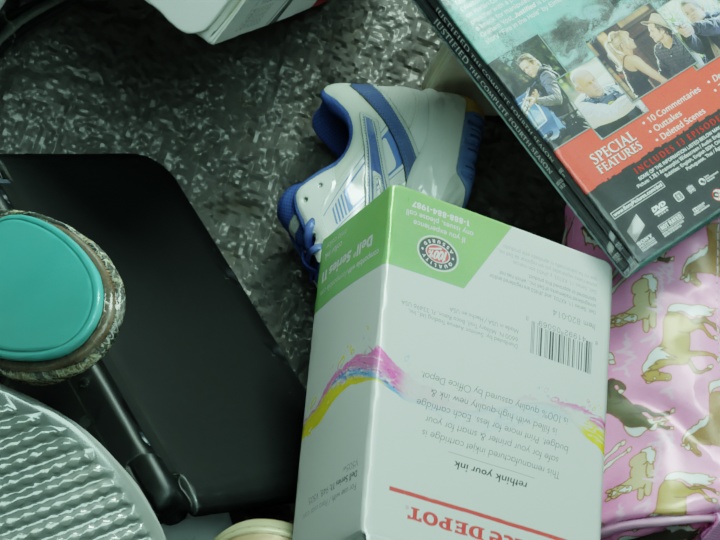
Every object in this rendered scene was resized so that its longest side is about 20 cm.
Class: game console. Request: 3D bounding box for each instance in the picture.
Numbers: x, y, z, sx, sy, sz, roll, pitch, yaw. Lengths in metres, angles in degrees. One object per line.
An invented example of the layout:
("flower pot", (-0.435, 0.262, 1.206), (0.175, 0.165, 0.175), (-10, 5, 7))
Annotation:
("game console", (-0.133, 0.051, 1.101), (0.176, 0.116, 0.200), (-34, 65, 2))

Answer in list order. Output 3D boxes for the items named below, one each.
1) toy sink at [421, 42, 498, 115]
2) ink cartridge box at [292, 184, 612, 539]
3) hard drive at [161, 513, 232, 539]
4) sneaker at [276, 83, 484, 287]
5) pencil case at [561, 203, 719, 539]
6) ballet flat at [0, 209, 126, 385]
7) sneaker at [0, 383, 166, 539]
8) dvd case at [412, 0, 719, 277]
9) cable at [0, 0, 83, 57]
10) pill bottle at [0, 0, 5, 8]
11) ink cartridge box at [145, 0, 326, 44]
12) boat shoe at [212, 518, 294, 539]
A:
("toy sink", (0.134, -0.151, 1.224), (0.200, 0.130, 0.112), (0, 67, -15))
("ink cartridge box", (0.038, 0.079, 1.040), (0.117, 0.067, 0.200), (19, 60, -24))
("hard drive", (-0.102, 0.173, 1.073), (0.132, 0.026, 0.200), (-13, 72, -20))
("sneaker", (0.000, 0.000, 1.160), (0.088, 0.075, 0.200), (12, 55, -2))
("pencil case", (0.132, 0.038, 1.112), (0.086, 0.083, 0.200), (4, 61, -6))
("ballet flat", (-0.155, 0.008, 1.015), (0.200, 0.075, 0.068), (18, 71, 35))
("sneaker", (-0.166, 0.076, 1.006), (0.200, 0.105, 0.075), (33, 80, -6))
("dvd case", (0.113, -0.112, 1.117), (0.146, 0.022, 0.200), (-33, 80, -25))
("cable", (-0.180, -0.113, 1.160), (0.200, 0.050, 0.097), (-31, 72, -24))
("pill bottle", (-0.238, -0.190, 1.116), (0.114, 0.114, 0.200), (-24, 59, -24))
("ink cartridge box", (-0.070, -0.189, 1.145), (0.147, 0.083, 0.200), (40, 19, 3))
("boat shoe", (0.007, 0.187, 1.046), (0.200, 0.071, 0.065), (45, 29, -8))
